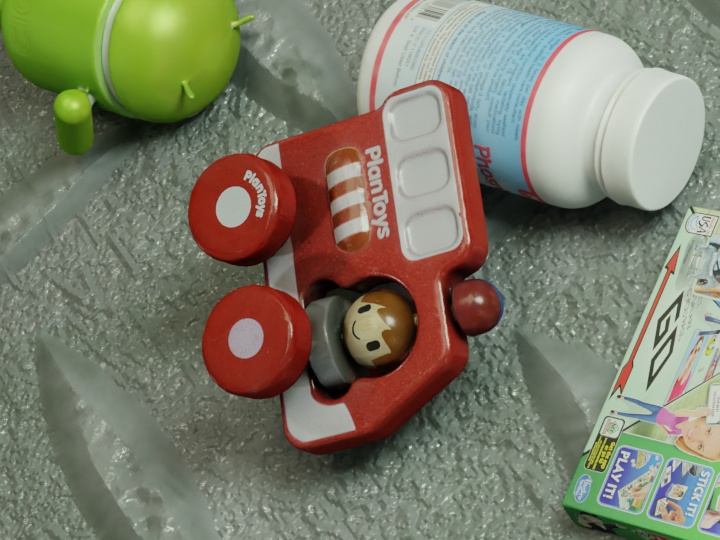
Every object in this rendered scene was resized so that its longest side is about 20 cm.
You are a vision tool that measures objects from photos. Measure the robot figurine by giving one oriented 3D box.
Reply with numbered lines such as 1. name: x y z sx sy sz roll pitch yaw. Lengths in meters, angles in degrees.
1. robot figurine: -0.168 -0.170 1.490 0.200 0.116 0.176 19 66 35

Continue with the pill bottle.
1. pill bottle: 0.104 -0.100 1.307 0.200 0.109 0.109 20 71 36

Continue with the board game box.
1. board game box: 0.212 0.065 1.197 0.134 0.029 0.200 12 66 34

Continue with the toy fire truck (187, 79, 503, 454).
1. toy fire truck: 0.000 0.000 1.266 0.168 0.112 0.200 -17 70 27
